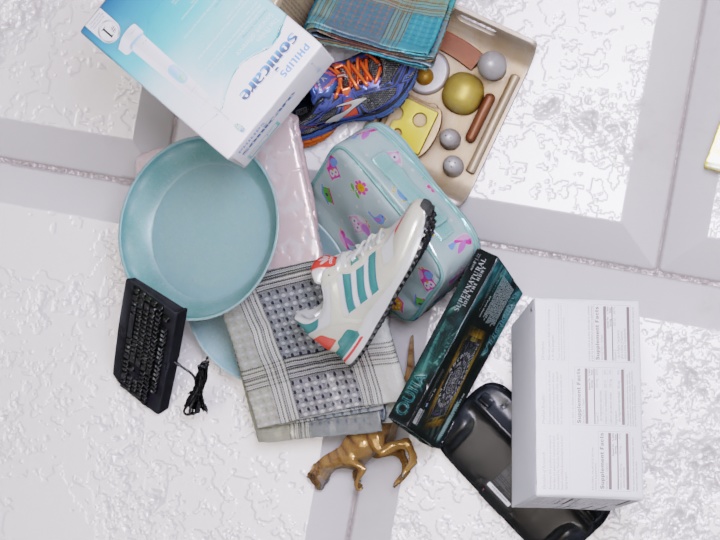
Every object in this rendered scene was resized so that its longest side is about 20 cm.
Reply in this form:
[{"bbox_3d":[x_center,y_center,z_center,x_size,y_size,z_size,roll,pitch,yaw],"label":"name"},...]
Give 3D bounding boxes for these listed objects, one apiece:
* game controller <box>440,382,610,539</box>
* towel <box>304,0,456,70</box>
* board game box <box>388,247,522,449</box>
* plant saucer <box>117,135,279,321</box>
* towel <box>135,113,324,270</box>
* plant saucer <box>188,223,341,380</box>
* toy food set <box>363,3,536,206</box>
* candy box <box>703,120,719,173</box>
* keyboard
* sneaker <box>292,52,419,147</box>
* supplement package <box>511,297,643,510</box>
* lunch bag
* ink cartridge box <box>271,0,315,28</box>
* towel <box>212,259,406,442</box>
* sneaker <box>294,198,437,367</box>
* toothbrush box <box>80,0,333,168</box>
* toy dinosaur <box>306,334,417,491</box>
[{"bbox_3d":[0.177,0.220,1.649,0.200,0.042,0.104,47,109,9],"label":"game controller"},{"bbox_3d":[0.034,-0.308,1.643,0.146,0.022,0.200,15,54,7],"label":"towel"},{"bbox_3d":[0.103,0.087,1.598,0.028,0.135,0.200,26,82,23],"label":"board game box"},{"bbox_3d":[-0.168,-0.044,1.625,0.199,0.036,0.201,-4,81,25],"label":"plant saucer"},{"bbox_3d":[-0.141,-0.059,1.663,0.199,0.032,0.192,-13,89,19],"label":"towel"},{"bbox_3d":[-0.099,0.027,1.689,0.200,0.039,0.202,0,91,18],"label":"plant saucer"},{"bbox_3d":[0.089,-0.190,1.666,0.143,0.060,0.200,26,91,9],"label":"toy food set"},{"bbox_3d":[0.451,-0.190,1.624,0.102,0.026,0.201,20,91,7],"label":"candy box"},{"bbox_3d":[-0.216,0.098,1.652,0.127,0.200,0.021,30,52,10],"label":"keyboard"},{"bbox_3d":[-0.023,-0.196,1.647,0.200,0.078,0.076,-28,65,23],"label":"sneaker"},{"bbox_3d":[0.220,0.142,1.557,0.110,0.156,0.201,2,77,-3],"label":"supplement package"},{"bbox_3d":[0.038,-0.052,1.617,0.077,0.160,0.200,-34,78,-32],"label":"lunch bag"},{"bbox_3d":[-0.113,-0.262,1.631,0.075,0.200,0.165,29,91,8],"label":"ink cartridge box"},{"bbox_3d":[-0.052,0.090,1.627,0.192,0.035,0.201,-11,105,19],"label":"towel"},{"bbox_3d":[0.000,0.000,1.528,0.093,0.070,0.200,30,117,3],"label":"sneaker"},{"bbox_3d":[-0.149,-0.222,1.492,0.200,0.085,0.147,40,93,8],"label":"toothbrush box"},{"bbox_3d":[0.022,0.179,1.660,0.106,0.060,0.200,44,94,10],"label":"toy dinosaur"}]
